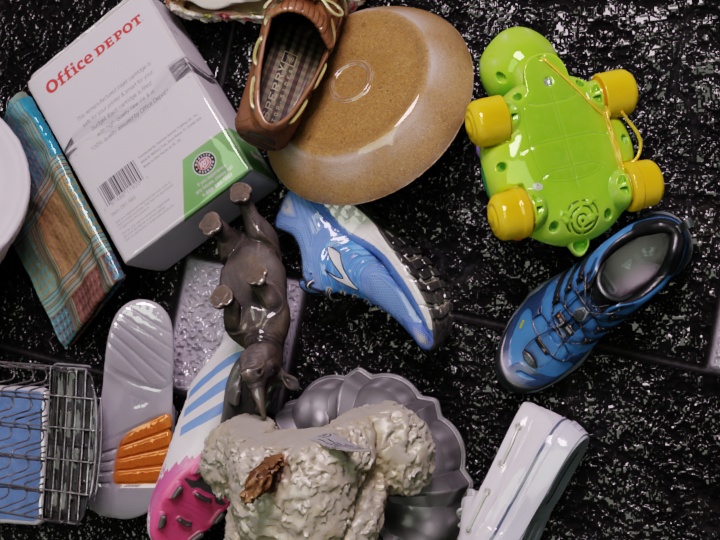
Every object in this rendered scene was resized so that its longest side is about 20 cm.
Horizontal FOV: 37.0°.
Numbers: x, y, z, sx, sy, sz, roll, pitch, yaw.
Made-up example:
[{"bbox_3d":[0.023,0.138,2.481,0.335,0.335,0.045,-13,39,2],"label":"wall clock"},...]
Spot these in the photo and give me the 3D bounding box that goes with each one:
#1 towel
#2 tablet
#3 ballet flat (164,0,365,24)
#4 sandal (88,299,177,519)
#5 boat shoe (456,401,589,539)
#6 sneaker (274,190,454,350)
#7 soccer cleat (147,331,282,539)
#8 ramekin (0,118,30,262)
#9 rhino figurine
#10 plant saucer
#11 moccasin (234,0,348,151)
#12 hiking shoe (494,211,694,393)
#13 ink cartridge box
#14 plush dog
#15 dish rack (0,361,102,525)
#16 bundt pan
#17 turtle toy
[{"bbox_3d":[-0.293,-0.045,1.003,0.147,0.022,0.202,-42,74,46],"label":"towel"},{"bbox_3d":[-0.394,0.178,1.059,0.196,0.014,0.133,0,87,17],"label":"tablet"},{"bbox_3d":[-0.087,-0.248,0.964,0.196,0.064,0.077,-2,110,10],"label":"ballet flat"},{"bbox_3d":[-0.201,0.124,0.983,0.078,0.059,0.210,11,101,-3],"label":"sandal"},{"bbox_3d":[0.115,0.205,0.892,0.066,0.074,0.202,30,85,30],"label":"boat shoe"},{"bbox_3d":[0.000,0.000,0.935,0.200,0.078,0.089,46,106,22],"label":"sneaker"},{"bbox_3d":[-0.134,0.148,0.961,0.086,0.069,0.202,28,90,56],"label":"soccer cleat"},{"bbox_3d":[-0.398,-0.058,0.955,0.199,0.094,0.206,10,60,-17],"label":"ramekin"},{"bbox_3d":[-0.088,0.032,0.897,0.059,0.088,0.203,-16,57,7],"label":"rhino figurine"},{"bbox_3d":[-0.002,-0.153,0.917,0.197,0.035,0.203,-12,59,21],"label":"plant saucer"},{"bbox_3d":[-0.052,-0.201,0.887,0.073,0.078,0.204,26,72,-12],"label":"moccasin"},{"bbox_3d":[0.181,0.022,0.868,0.200,0.087,0.075,-45,76,9],"label":"hiking shoe"},{"bbox_3d":[-0.189,-0.126,0.983,0.145,0.084,0.202,-33,77,10],"label":"ink cartridge box"},{"bbox_3d":[-0.039,0.207,0.814,0.196,0.160,0.175,-7,99,14],"label":"plush dog"},{"bbox_3d":[-0.310,0.152,0.986,0.197,0.054,0.156,1,88,26],"label":"dish rack"},{"bbox_3d":[-0.007,0.186,0.917,0.198,0.076,0.206,-1,85,15],"label":"bundt pan"},{"bbox_3d":[0.151,-0.107,0.877,0.143,0.101,0.203,-12,80,-8],"label":"turtle toy"}]
